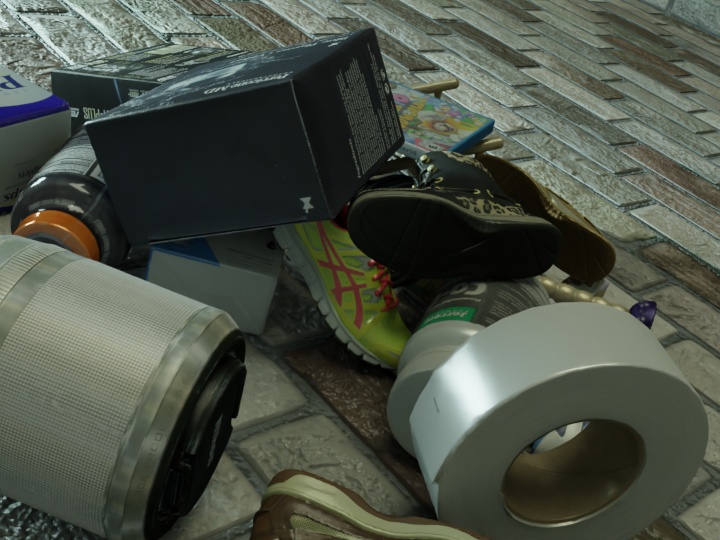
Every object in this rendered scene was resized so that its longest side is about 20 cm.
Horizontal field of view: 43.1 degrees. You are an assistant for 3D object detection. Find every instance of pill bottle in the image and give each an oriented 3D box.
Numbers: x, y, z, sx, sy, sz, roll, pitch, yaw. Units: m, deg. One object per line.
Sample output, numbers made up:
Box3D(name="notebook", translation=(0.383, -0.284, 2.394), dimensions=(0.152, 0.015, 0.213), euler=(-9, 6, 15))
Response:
Box3D(name="pill bottle", translation=(-0.250, -0.058, 0.833), dimensions=(0.106, 0.106, 0.200), euler=(15, 31, -4))
Box3D(name="pill bottle", translation=(0.097, 0.076, 0.791), dimensions=(0.113, 0.113, 0.200), euler=(23, 30, 9))

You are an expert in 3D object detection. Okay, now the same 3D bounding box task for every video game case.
Box3D(name="video game case", translation=(0.034, -0.178, 1.027), dimensions=(0.200, 0.018, 0.143), euler=(25, 35, 21))

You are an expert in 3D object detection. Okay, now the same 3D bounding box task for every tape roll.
Box3D(name="tape roll", translation=(0.140, 0.122, 0.654), dimensions=(0.202, 0.203, 0.071), euler=(7, 33, -18))

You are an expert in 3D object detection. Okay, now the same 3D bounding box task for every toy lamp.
Box3D(name="toy lamp", translation=(0.192, 0.018, 0.914), dimensions=(0.200, 0.058, 0.058), euler=(20, 30, 7))

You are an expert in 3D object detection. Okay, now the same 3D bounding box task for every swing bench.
Box3D(name="swing bench", translation=(0.042, -0.155, 1.131), dimensions=(0.200, 0.130, 0.199), euler=(3, 34, -15))

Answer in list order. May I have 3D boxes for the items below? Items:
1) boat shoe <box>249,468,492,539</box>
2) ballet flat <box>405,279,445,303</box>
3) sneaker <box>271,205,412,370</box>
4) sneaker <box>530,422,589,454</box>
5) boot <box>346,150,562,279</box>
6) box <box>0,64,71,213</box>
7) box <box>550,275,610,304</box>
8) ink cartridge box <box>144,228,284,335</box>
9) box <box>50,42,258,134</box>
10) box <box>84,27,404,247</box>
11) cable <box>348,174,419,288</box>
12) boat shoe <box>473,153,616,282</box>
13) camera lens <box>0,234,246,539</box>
Box3D(name="boat shoe", translation=(0.021, 0.204, 0.598), dimensions=(0.202, 0.075, 0.075), euler=(17, 44, 10))
Box3D(name="ballet flat", translation=(0.086, -0.032, 1.008), dimensions=(0.071, 0.071, 0.200), euler=(22, 33, 6))
Box3D(name="sneaker", translation=(0.000, 0.000, 0.832), dimensions=(0.200, 0.090, 0.078), euler=(55, 20, 1))
Box3D(name="sneaker", translation=(0.183, 0.111, 0.822), dimensions=(0.082, 0.074, 0.200), euler=(13, 30, -5))
Box3D(name="boot", translation=(0.065, -0.058, 0.831), dimensions=(0.203, 0.074, 0.154), euler=(7, 27, -23))
Box3D(name="box", translation=(-0.416, -0.138, 0.877), dimensions=(0.200, 0.105, 0.184), euler=(30, 33, 18))
Box3D(name="box", translation=(0.207, 0.047, 0.969), dimensions=(0.039, 0.041, 0.200), euler=(32, 32, 23))
Box3D(name="ink cartridge box", translation=(-0.131, -0.031, 0.890), dimensions=(0.116, 0.068, 0.200), euler=(15, 30, -6))
Box3D(name="box", translation=(-0.225, -0.201, 1.058), dimensions=(0.164, 0.086, 0.200), euler=(12, 26, 24))
Box3D(name="box", translation=(-0.090, -0.119, 0.795), dimensions=(0.196, 0.118, 0.200), euler=(-7, 23, 23))
Box3D(name="cable", translation=(0.029, -0.038, 0.951), dimensions=(0.163, 0.051, 0.200), euler=(-25, 31, -17))
Box3D(name="boat shoe", translation=(0.201, -0.057, 1.029), dimensions=(0.200, 0.074, 0.066), euler=(43, 15, 16))
Box3D(name="camera lens", translation=(-0.186, 0.075, 0.597), dimensions=(0.200, 0.160, 0.160), euler=(21, 30, 5))
